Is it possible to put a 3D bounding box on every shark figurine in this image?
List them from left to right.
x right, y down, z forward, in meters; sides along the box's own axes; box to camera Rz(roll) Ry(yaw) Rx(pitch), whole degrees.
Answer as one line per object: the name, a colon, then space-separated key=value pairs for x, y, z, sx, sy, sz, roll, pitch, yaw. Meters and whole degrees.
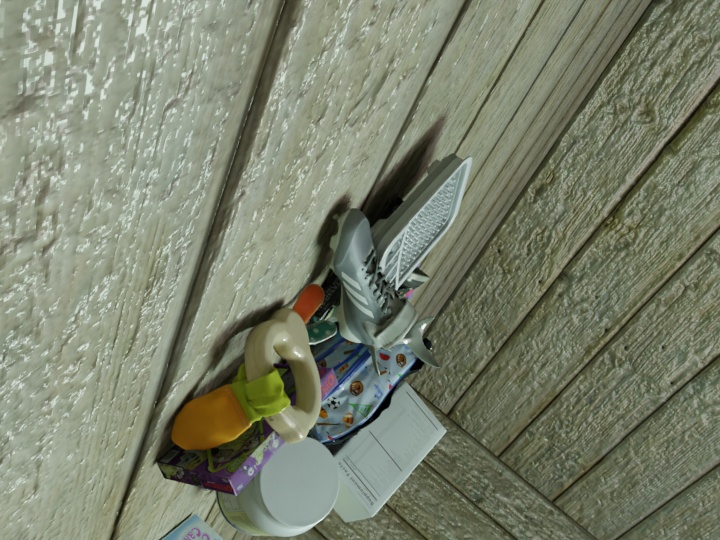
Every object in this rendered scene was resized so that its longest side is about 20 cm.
shark figurine: x=0.034 y=0.102 z=0.991 sx=0.127 sy=0.091 sz=0.214 roll=-16 pitch=158 yaw=12

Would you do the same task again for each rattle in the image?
rattle: x=-0.111 y=0.110 z=0.828 sx=0.142 sy=0.130 sz=0.201 roll=-38 pitch=-151 yaw=26

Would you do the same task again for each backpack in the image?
backpack: x=-0.017 y=0.163 z=1.101 sx=0.200 sy=0.154 sz=0.191 roll=-42 pitch=-171 yaw=45

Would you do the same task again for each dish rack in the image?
dish rack: x=0.068 y=-0.056 z=0.962 sx=0.200 sy=0.043 sz=0.172 roll=-47 pitch=162 yaw=-23

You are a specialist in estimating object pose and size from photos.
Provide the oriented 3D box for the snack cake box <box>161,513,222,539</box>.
snack cake box: x=-0.315 y=0.482 z=1.147 sx=0.116 sy=0.067 sz=0.200 roll=-56 pitch=169 yaw=15

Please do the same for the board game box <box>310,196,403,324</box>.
board game box: x=0.000 y=0.000 z=1.033 sx=0.201 sy=0.028 sz=0.135 roll=-51 pitch=170 yaw=-11

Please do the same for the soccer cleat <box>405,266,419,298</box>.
soccer cleat: x=0.075 y=0.041 z=1.422 sx=0.077 sy=0.066 sz=0.201 roll=-51 pitch=168 yaw=-32

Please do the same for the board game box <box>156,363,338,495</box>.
board game box: x=-0.127 y=0.176 z=0.852 sx=0.119 sy=0.033 sz=0.200 roll=-6 pitch=-156 yaw=39

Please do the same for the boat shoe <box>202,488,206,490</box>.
boat shoe: x=-0.188 y=0.269 z=0.991 sx=0.075 sy=0.066 sz=0.200 roll=-50 pitch=170 yaw=-18

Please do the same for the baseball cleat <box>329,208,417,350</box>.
baseball cleat: x=0.018 y=0.015 z=0.836 sx=0.201 sy=0.105 sz=0.070 roll=88 pitch=27 yaw=-49

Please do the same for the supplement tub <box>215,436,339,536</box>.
supplement tub: x=-0.126 y=0.322 z=1.096 sx=0.145 sy=0.145 sz=0.200 roll=-46 pitch=-174 yaw=-32

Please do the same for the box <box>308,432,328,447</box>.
box: x=-0.027 y=0.211 z=1.358 sx=0.200 sy=0.123 sz=0.199 roll=-40 pitch=164 yaw=-46

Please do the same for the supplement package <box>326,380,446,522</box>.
supplement package: x=0.024 y=0.296 z=1.196 sx=0.200 sy=0.114 sz=0.109 roll=-39 pitch=179 yaw=-33

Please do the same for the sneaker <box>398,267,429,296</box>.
sneaker: x=0.051 y=0.029 z=1.187 sx=0.107 sy=0.075 sz=0.200 roll=-52 pitch=178 yaw=2
